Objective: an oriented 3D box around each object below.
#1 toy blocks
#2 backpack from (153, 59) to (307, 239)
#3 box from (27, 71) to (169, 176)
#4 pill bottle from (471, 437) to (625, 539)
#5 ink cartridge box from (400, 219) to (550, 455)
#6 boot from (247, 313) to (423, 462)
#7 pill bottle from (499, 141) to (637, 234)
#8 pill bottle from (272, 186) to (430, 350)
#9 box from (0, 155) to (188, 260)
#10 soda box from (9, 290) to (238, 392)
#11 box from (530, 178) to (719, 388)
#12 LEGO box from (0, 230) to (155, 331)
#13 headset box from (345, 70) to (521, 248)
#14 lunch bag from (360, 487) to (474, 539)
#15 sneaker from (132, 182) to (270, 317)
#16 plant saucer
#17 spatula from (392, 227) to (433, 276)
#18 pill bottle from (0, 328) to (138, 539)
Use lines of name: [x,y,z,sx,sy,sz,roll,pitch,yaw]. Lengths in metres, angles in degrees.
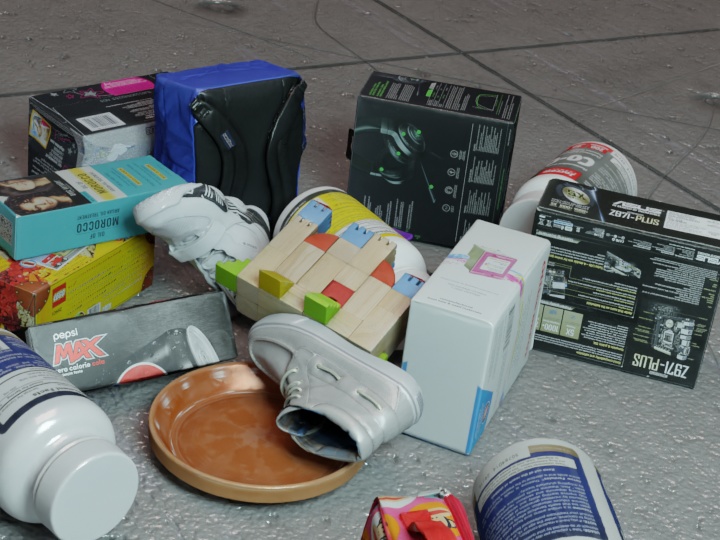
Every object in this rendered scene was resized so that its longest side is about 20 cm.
toy blocks: [-0.018,0.014,1.351,0.199,0.100,0.137,29,52,19]
backpack: [-0.152,-0.130,1.604,0.162,0.201,0.168,-13,24,-30]
box: [-0.279,-0.150,1.700,0.199,0.115,0.132,-18,38,-38]
pill bottle: [0.153,0.228,1.091,0.110,0.112,0.200,4,27,-7]
ink cartridge box: [0.109,0.059,1.364,0.084,0.145,0.200,17,29,17]
boot: [-0.047,0.104,1.257,0.199,0.074,0.095,19,37,36]
pill bottle: [0.245,-0.072,1.680,0.113,0.114,0.200,19,29,22]
pill bottle: [0.000,0.000,1.487,0.111,0.112,0.200,-11,33,-31]
box: [-0.280,-0.067,1.442,0.199,0.049,0.082,-15,35,-38]
soda box: [-0.219,0.070,1.325,0.199,0.071,0.063,-11,-1,-30]
box: [0.272,0.012,1.474,0.199,0.165,0.086,13,28,12]
LEGO box: [-0.327,-0.004,1.450,0.148,0.078,0.200,20,30,21]
headset box: [0.078,-0.129,1.684,0.199,0.175,0.093,10,28,8]
lunch bag: [0.045,0.247,0.959,0.081,0.177,0.200,0,29,-13]
sneaker: [-0.146,-0.016,1.442,0.200,0.075,0.115,16,50,-59]
plant saucer: [-0.091,0.147,1.272,0.199,0.032,0.201,6,27,-3]
spatula: [0.068,-0.005,1.607,0.056,0.021,0.200,-28,44,-29]
pill bottle: [-0.271,0.137,1.161,0.111,0.112,0.200,-18,37,-39]
